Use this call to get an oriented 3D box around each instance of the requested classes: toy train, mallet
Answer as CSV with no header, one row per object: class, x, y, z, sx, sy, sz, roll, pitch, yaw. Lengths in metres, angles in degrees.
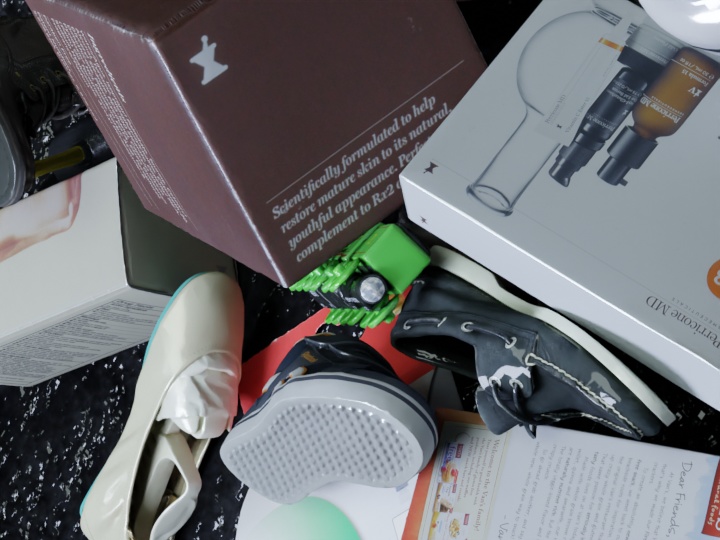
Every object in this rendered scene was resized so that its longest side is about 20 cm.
toy train,0.000,0.000,1.474,0.056,0.042,0.200,-48,7,-6
mallet,-0.201,-0.064,1.651,0.066,0.200,0.041,-24,91,28

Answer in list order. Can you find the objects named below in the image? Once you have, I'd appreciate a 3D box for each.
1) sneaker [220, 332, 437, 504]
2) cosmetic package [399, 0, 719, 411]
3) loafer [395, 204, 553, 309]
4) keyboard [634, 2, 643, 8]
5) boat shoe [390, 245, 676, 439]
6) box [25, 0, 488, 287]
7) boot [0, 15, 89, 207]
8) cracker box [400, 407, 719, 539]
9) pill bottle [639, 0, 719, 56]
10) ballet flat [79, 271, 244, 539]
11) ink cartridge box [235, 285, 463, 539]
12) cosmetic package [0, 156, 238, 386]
sneaker,-0.008,0.071,1.440,0.080,0.078,0.200,-52,16,-25
cosmetic package,0.143,-0.043,1.337,0.199,0.052,0.151,32,73,22
loafer,0.118,-0.018,1.439,0.199,0.071,0.073,8,54,34
keyboard,0.144,-0.053,1.380,0.126,0.021,0.201,-6,60,12
boat shoe,0.080,0.052,1.367,0.066,0.075,0.199,-50,45,-6
box,-0.055,-0.121,1.471,0.165,0.165,0.200,-35,27,-15
boot,-0.178,-0.112,1.644,0.201,0.173,0.070,61,138,41
cracker box,0.116,0.154,1.365,0.199,0.058,0.135,8,76,34
pill bottle,0.198,-0.160,1.293,0.119,0.199,0.121,-10,74,40
ballet flat,-0.108,0.098,1.610,0.069,0.069,0.201,45,122,38
ink cartridge box,-0.011,0.108,1.534,0.161,0.050,0.201,-34,62,32
cosmetic package,-0.182,0.004,1.674,0.199,0.103,0.088,-20,69,37
